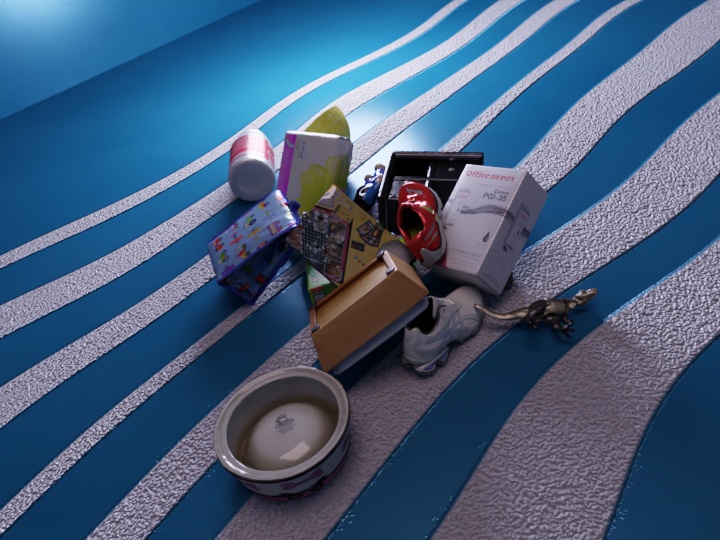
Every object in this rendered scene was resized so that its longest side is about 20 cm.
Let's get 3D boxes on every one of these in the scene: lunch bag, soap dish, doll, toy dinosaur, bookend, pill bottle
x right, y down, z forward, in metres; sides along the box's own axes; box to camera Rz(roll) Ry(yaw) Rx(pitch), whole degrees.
[{"bbox_3d":[-0.191,-0.063,1.266,0.200,0.094,0.151,-46,37,10],"label":"lunch bag"},{"bbox_3d":[0.005,0.059,1.045,0.199,0.082,0.158,-38,16,5],"label":"soap dish"},{"bbox_3d":[0.014,-0.158,1.399,0.136,0.048,0.201,-42,15,38],"label":"doll"},{"bbox_3d":[0.286,0.069,1.039,0.197,0.048,0.088,-6,23,-3],"label":"toy dinosaur"},{"bbox_3d":[0.144,-0.154,1.320,0.196,0.093,0.201,3,36,10],"label":"bookend"},{"bbox_3d":[-0.265,-0.264,1.610,0.111,0.113,0.201,-13,37,1],"label":"pill bottle"}]

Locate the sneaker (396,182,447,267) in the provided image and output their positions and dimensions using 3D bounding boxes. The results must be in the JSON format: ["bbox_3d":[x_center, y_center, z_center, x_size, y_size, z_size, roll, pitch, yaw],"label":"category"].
[{"bbox_3d":[0.097,-0.098,1.145,0.077,0.085,0.201,-38,38,22],"label":"sneaker"}]

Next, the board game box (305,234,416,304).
[{"bbox_3d":[0.000,0.000,1.230,0.197,0.048,0.102,-13,36,1],"label":"board game box"}]

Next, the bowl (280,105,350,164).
[{"bbox_3d":[-0.083,-0.275,1.550,0.108,0.200,0.200,42,53,0],"label":"bowl"}]

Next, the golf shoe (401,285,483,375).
[{"bbox_3d":[0.135,0.071,1.051,0.078,0.098,0.200,14,43,34],"label":"golf shoe"}]

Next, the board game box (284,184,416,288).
[{"bbox_3d":[-0.017,-0.037,1.169,0.200,0.035,0.136,41,84,10],"label":"board game box"}]

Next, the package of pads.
[{"bbox_3d":[-0.101,-0.188,1.395,0.153,0.203,0.068,13,6,32],"label":"package of pads"}]

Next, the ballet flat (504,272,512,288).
[{"bbox_3d":[0.215,-0.032,1.201,0.067,0.047,0.201,-19,37,-5],"label":"ballet flat"}]

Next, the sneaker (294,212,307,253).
[{"bbox_3d":[-0.043,-0.059,1.306,0.197,0.082,0.076,9,37,-2],"label":"sneaker"}]

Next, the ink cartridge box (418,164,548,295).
[{"bbox_3d":[0.210,-0.076,1.142,0.146,0.083,0.202,17,76,50],"label":"ink cartridge box"}]

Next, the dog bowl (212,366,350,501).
[{"bbox_3d":[-0.103,0.234,0.936,0.197,0.074,0.201,-10,37,7],"label":"dog bowl"}]
